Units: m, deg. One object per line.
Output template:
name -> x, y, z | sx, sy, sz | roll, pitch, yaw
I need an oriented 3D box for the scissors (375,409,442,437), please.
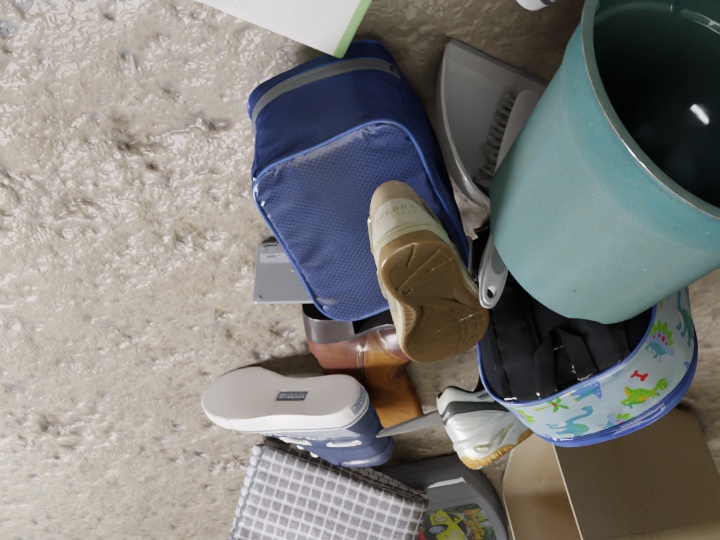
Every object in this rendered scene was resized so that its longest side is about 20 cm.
scissors -> 0.113, 0.135, 1.141 | 0.199, 0.014, 0.074 | -30, 101, -15

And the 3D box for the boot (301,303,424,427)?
boot -> 0.044, 0.100, 1.154 | 0.186, 0.069, 0.201 | -5, 137, 7

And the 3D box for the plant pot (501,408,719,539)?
plant pot -> 0.264, 0.243, 1.214 | 0.175, 0.201, 0.201 | -3, 137, -9

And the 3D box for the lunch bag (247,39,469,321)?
lunch bag -> 0.001, -0.069, 0.934 | 0.134, 0.133, 0.201 | -19, 132, 10

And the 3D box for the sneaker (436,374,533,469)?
sneaker -> 0.159, 0.099, 1.110 | 0.199, 0.088, 0.076 | -30, 171, -24

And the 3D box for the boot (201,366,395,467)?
boot -> -0.064, 0.152, 1.172 | 0.198, 0.073, 0.091 | 1, 135, 38

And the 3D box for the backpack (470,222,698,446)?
backpack -> 0.192, 0.045, 0.993 | 0.182, 0.202, 0.147 | -26, 130, 26

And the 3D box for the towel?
towel -> -0.043, 0.285, 1.266 | 0.198, 0.086, 0.168 | 18, 94, 1

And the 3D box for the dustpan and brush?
dustpan and brush -> 0.107, -0.066, 0.881 | 0.138, 0.202, 0.057 | 20, 166, -17

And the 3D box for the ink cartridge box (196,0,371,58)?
ink cartridge box -> -0.073, -0.243, 0.815 | 0.198, 0.048, 0.146 | 19, 134, -16

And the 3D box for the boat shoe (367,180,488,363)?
boat shoe -> 0.047, 0.006, 0.875 | 0.071, 0.066, 0.200 | -21, 149, 4

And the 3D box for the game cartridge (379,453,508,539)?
game cartridge -> 0.098, 0.286, 1.369 | 0.132, 0.041, 0.201 | -16, 133, 13

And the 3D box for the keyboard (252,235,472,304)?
keyboard -> 0.000, 0.000, 1.043 | 0.197, 0.057, 0.011 | -2, 167, 16

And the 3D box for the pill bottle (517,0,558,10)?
pill bottle -> 0.175, -0.253, 0.748 | 0.198, 0.112, 0.112 | -20, 132, 22

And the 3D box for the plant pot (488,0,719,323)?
plant pot -> 0.187, -0.070, 0.771 | 0.198, 0.202, 0.196 | 15, 150, -13
